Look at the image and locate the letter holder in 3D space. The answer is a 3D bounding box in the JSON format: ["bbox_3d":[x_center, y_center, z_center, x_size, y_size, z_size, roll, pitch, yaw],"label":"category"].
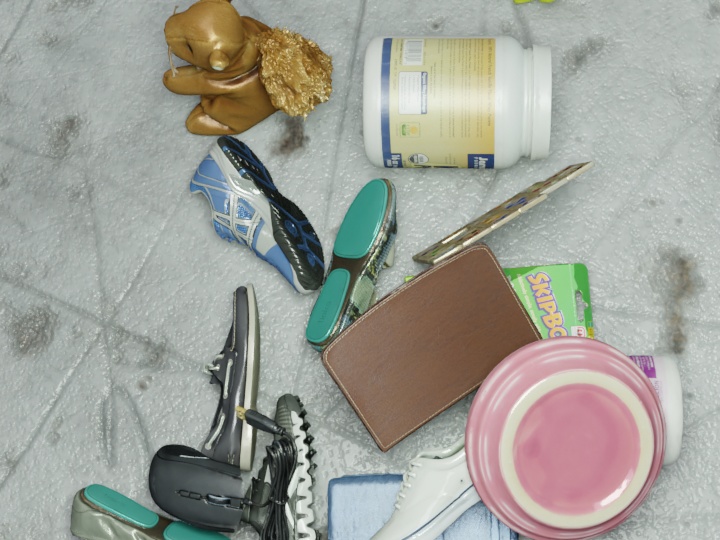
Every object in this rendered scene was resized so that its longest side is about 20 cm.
[{"bbox_3d":[0.057,0.058,1.375,0.199,0.101,0.143,-34,116,-2],"label":"letter holder"}]

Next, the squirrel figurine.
[{"bbox_3d":[-0.122,-0.237,1.482,0.198,0.187,0.143,9,76,7],"label":"squirrel figurine"}]

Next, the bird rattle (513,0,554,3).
[{"bbox_3d":[0.254,-0.390,1.541,0.198,0.113,0.164,-15,58,-2],"label":"bird rattle"}]

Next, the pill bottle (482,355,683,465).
[{"bbox_3d":[0.223,0.143,1.389,0.198,0.112,0.113,-1,75,5],"label":"pill bottle"}]

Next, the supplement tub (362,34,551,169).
[{"bbox_3d":[0.106,-0.182,1.470,0.198,0.144,0.146,1,75,6],"label":"supplement tub"}]

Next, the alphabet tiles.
[{"bbox_3d":[0.150,-0.061,1.425,0.199,0.167,0.008,-31,94,-4],"label":"alphabet tiles"}]

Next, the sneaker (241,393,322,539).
[{"bbox_3d":[-0.088,0.230,1.417,0.090,0.067,0.202,-6,77,1],"label":"sneaker"}]

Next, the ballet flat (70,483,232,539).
[{"bbox_3d":[-0.214,0.287,1.423,0.198,0.067,0.064,21,105,11],"label":"ballet flat"}]

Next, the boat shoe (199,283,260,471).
[{"bbox_3d":[-0.140,0.112,1.451,0.062,0.073,0.202,1,80,2],"label":"boat shoe"}]

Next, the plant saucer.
[{"bbox_3d":[0.200,0.165,1.293,0.198,0.051,0.203,-1,97,-8],"label":"plant saucer"}]

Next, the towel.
[{"bbox_3d":[0.065,0.266,1.403,0.198,0.049,0.113,1,76,4],"label":"towel"}]

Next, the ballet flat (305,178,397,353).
[{"bbox_3d":[0.000,0.000,1.474,0.074,0.074,0.201,23,82,10],"label":"ballet flat"}]

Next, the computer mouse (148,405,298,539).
[{"bbox_3d":[-0.150,0.202,1.384,0.199,0.046,0.142,17,101,35],"label":"computer mouse"}]

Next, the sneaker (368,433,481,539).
[{"bbox_3d":[0.068,0.217,1.344,0.200,0.073,0.071,-39,93,-1],"label":"sneaker"}]

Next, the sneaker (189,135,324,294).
[{"bbox_3d":[-0.112,-0.051,1.502,0.077,0.076,0.201,-41,76,21],"label":"sneaker"}]

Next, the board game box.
[{"bbox_3d":[0.149,0.047,1.465,0.198,0.030,0.097,-5,77,7],"label":"board game box"}]
